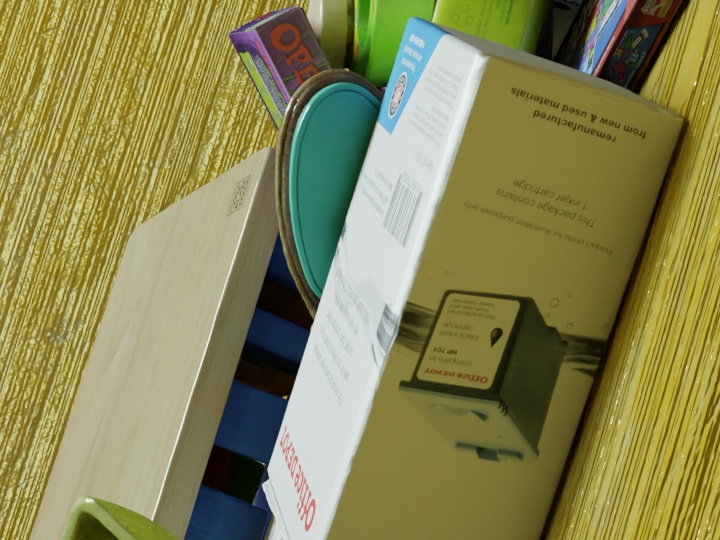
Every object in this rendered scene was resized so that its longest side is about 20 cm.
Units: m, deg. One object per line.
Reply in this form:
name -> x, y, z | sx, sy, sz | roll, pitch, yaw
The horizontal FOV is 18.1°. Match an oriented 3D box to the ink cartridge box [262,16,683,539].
ink cartridge box -> 0.036, 0.015, 0.865 | 0.146, 0.085, 0.202 | -127, 53, -76

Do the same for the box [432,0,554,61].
box -> 0.057, -0.066, 1.060 | 0.200, 0.047, 0.123 | 78, -155, -69

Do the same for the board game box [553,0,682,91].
board game box -> 0.108, -0.103, 0.969 | 0.200, 0.019, 0.104 | 113, 175, -57

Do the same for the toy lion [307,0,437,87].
toy lion -> 0.018, -0.182, 1.027 | 0.192, 0.068, 0.202 | -125, 37, -79

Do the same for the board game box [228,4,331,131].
board game box -> -0.001, -0.029, 1.070 | 0.201, 0.032, 0.120 | 63, 178, -9

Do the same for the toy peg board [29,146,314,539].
toy peg board -> -0.068, 0.068, 1.116 | 0.199, 0.097, 0.202 | -24, 46, 63

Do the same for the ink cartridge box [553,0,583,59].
ink cartridge box -> 0.109, -0.171, 1.127 | 0.200, 0.039, 0.100 | 136, 152, -81

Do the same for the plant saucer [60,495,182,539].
plant saucer -> -0.056, 0.213, 0.934 | 0.048, 0.200, 0.201 | -25, -35, -46

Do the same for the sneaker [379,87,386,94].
sneaker -> 0.056, -0.156, 1.155 | 0.082, 0.069, 0.201 | -101, 21, -58

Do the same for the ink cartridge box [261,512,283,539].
ink cartridge box -> -0.021, 0.185, 1.035 | 0.148, 0.085, 0.201 | -77, 5, -55

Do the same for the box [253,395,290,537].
box -> -0.019, 0.125, 1.268 | 0.121, 0.032, 0.201 | -25, -41, -53

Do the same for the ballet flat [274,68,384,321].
ballet flat -> 0.005, 0.004, 0.976 | 0.201, 0.067, 0.072 | 67, 171, -21
